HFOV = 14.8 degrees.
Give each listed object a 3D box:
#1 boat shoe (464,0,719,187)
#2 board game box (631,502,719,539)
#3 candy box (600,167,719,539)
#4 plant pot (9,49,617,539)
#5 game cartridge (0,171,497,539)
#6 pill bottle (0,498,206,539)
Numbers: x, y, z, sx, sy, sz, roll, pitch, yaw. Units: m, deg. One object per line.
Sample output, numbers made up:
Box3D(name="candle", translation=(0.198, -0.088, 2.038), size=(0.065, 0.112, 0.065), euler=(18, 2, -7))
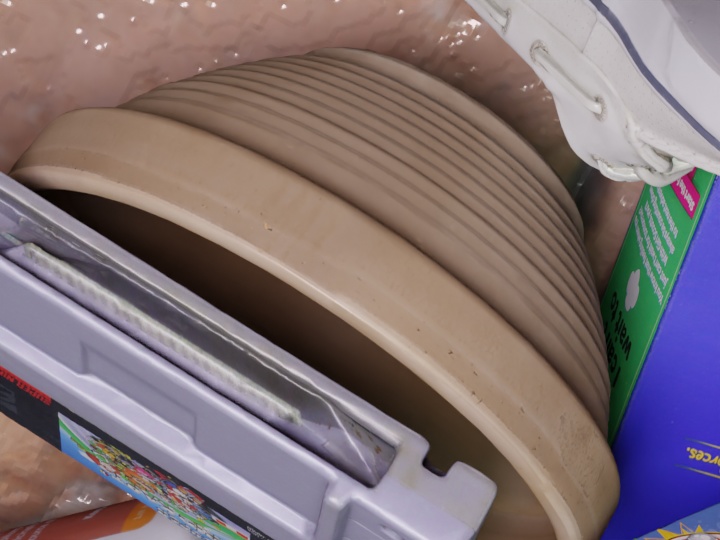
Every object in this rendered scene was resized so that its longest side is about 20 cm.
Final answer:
Box3D(name="boat shoe", translation=(0.084, -0.059, 0.777), size=(0.071, 0.200, 0.070), euler=(-12, 129, -32))
Box3D(name="board game box", translation=(0.126, 0.146, 0.841), size=(0.135, 0.034, 0.200), euler=(-20, 132, -24))
Box3D(name="candy box", translation=(0.171, 0.006, 0.863), size=(0.169, 0.077, 0.200), euler=(15, 114, -8))
Box3D(name="plant pot", translation=(0.000, 0.000, 0.819), size=(0.201, 0.201, 0.093), euler=(39, 71, -16))
Box3D(name="game cartridge", translation=(-0.058, 0.037, 0.793), size=(0.200, 0.038, 0.130), euler=(32, 157, 7))
Box3D(name="pill bottle", translation=(-0.121, 0.143, 0.903), size=(0.200, 0.112, 0.112), euler=(-14, 115, 20))
